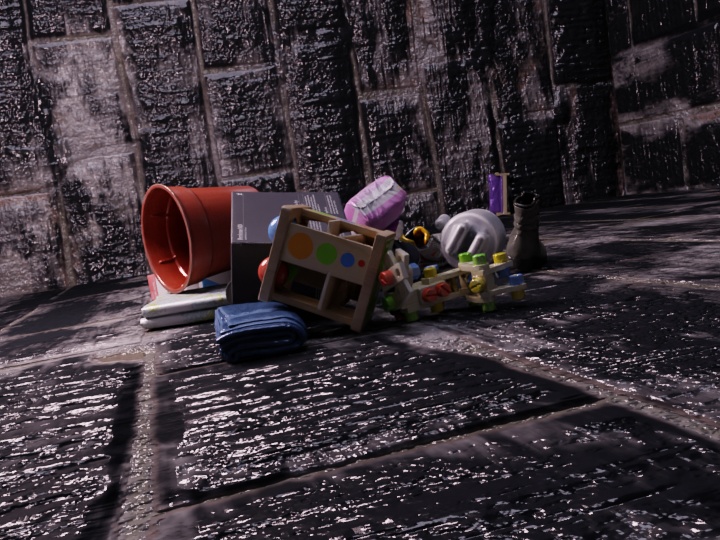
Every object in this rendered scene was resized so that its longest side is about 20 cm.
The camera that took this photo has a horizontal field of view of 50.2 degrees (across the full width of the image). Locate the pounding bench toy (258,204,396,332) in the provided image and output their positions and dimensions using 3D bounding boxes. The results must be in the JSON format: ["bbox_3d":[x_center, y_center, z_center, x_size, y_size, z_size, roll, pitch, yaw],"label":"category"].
[{"bbox_3d":[-0.043,-0.013,1.053,0.154,0.126,0.200,17,8,7],"label":"pounding bench toy"}]

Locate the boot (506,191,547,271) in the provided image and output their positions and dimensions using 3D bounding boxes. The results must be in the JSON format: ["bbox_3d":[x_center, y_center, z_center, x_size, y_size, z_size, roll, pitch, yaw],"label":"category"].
[{"bbox_3d":[0.309,-0.078,1.393,0.067,0.132,0.200,12,14,19],"label":"boot"}]

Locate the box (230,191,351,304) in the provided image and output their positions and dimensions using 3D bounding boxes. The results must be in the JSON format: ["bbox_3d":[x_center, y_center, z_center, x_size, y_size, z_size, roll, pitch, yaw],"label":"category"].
[{"bbox_3d":[-0.114,-0.041,1.211,0.180,0.105,0.201,1,27,-9],"label":"box"}]

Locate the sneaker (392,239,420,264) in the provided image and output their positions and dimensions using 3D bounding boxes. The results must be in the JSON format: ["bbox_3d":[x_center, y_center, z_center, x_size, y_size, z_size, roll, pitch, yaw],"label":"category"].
[{"bbox_3d":[0.045,-0.019,1.438,0.199,0.079,0.080,-21,-25,-36],"label":"sneaker"}]

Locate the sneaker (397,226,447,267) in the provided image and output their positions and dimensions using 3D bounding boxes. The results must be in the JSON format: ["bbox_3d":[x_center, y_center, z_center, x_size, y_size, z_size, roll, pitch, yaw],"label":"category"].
[{"bbox_3d":[0.139,-0.051,1.610,0.077,0.083,0.199,32,29,26],"label":"sneaker"}]

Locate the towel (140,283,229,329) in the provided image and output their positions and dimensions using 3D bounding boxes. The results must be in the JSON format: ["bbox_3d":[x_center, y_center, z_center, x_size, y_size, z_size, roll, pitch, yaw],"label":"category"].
[{"bbox_3d":[-0.286,0.063,1.388,0.197,0.049,0.171,-9,8,-3],"label":"towel"}]

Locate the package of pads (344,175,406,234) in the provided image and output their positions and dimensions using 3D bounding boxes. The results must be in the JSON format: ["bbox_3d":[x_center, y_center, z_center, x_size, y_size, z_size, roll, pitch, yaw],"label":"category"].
[{"bbox_3d":[0.016,-0.078,1.497,0.120,0.076,0.201,-35,-24,-33],"label":"package of pads"}]

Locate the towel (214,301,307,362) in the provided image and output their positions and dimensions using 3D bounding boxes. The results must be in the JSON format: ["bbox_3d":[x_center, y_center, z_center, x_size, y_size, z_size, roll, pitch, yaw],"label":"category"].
[{"bbox_3d":[-0.132,0.072,0.991,0.110,0.049,0.200,-9,5,-11],"label":"towel"}]

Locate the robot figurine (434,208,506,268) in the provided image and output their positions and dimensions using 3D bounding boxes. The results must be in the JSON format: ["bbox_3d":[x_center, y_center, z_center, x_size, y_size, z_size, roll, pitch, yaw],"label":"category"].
[{"bbox_3d":[0.220,-0.060,1.490,0.169,0.114,0.200,34,17,12],"label":"robot figurine"}]

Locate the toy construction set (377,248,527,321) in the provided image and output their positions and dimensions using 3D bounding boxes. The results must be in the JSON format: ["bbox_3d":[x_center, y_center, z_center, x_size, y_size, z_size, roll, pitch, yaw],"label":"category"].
[{"bbox_3d":[0.102,0.021,0.994,0.198,0.093,0.131,1,0,-28],"label":"toy construction set"}]

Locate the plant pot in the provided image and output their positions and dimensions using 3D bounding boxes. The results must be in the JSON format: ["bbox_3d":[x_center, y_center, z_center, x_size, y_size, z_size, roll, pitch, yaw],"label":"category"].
[{"bbox_3d":[-0.284,-0.075,1.466,0.194,0.203,0.200,-13,7,-38],"label":"plant pot"}]

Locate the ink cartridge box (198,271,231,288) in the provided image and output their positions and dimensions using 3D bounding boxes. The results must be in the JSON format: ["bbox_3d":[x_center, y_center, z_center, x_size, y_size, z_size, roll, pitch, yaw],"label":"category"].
[{"bbox_3d":[-0.240,-0.001,1.613,0.198,0.117,0.068,-9,4,-18],"label":"ink cartridge box"}]

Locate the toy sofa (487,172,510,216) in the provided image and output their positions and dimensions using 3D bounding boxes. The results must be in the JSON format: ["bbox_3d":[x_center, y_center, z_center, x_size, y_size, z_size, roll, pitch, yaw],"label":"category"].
[{"bbox_3d":[0.646,-0.355,3.584,0.096,0.203,0.083,-2,6,5],"label":"toy sofa"}]

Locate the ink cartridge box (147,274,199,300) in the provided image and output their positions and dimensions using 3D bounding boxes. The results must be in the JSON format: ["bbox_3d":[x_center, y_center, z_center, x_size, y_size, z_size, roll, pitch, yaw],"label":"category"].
[{"bbox_3d":[-0.408,0.028,1.850,0.199,0.068,0.116,-6,6,44],"label":"ink cartridge box"}]

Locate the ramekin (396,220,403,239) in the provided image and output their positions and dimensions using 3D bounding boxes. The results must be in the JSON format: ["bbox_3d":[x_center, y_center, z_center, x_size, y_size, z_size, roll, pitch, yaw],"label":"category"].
[{"bbox_3d":[0.008,-0.048,1.746,0.200,0.095,0.202,-11,-2,0],"label":"ramekin"}]

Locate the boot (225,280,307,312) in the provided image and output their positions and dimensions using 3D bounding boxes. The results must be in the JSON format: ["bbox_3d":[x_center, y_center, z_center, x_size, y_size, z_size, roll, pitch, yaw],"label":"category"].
[{"bbox_3d":[-0.120,0.037,1.313,0.197,0.070,0.174,2,5,0],"label":"boot"}]
